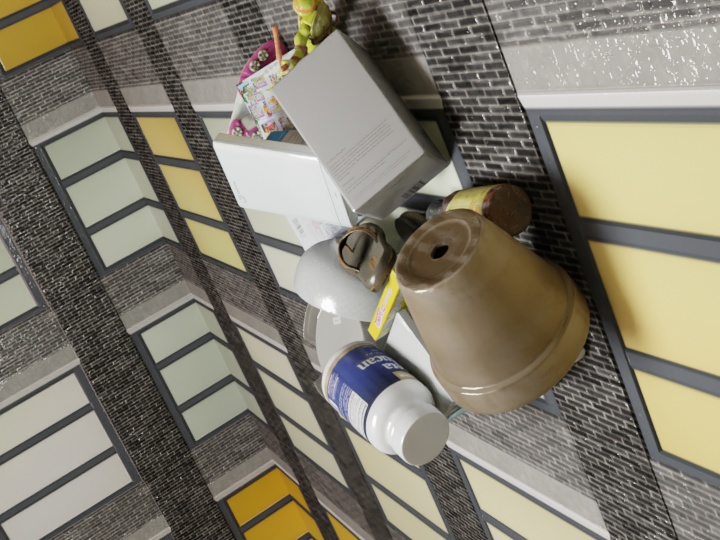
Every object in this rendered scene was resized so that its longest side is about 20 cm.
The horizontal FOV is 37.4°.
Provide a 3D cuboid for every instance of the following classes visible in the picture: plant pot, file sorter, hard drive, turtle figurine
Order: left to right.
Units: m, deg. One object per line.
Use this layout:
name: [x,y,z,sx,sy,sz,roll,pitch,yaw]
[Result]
hard drive: [-0.107,-0.130,1.526,0.198,0.027,0.133,12,142,28]
turtle figurine: [-0.059,-0.331,1.401,0.161,0.063,0.203,63,-143,-74]
file sorter: [0.127,0.121,1.539,0.139,0.124,0.201,54,161,16]
plant pot: [0.132,0.031,1.197,0.174,0.200,0.199,47,171,-33]

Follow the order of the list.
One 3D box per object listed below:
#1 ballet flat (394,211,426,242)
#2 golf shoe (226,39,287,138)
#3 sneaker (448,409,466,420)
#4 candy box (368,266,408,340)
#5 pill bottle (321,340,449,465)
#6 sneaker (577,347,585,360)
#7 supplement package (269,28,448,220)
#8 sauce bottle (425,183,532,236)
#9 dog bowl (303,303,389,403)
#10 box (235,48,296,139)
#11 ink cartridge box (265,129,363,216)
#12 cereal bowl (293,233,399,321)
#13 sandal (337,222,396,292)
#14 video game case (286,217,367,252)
ballet flat: [0.125,-0.025,1.470,0.200,0.046,0.068,40,150,36]
golf shoe: [-0.172,-0.273,1.705,0.074,0.202,0.092,20,-173,-17]
sneaker: [0.091,0.157,1.683,0.201,0.130,0.080,57,163,11]
candy box: [0.070,0.026,1.453,0.026,0.102,0.201,50,156,15]
pill bottle: [0.037,0.190,1.511,0.200,0.110,0.112,36,150,50]
sneaker: [0.212,0.121,1.365,0.079,0.089,0.200,55,162,15]
supplement package: [0.000,-0.184,1.366,0.201,0.121,0.120,56,-165,13]
sauce bottle: [0.140,-0.070,1.316,0.067,0.066,0.200,63,163,-9]
dog bowl: [-0.018,0.114,1.709,0.199,0.058,0.204,6,98,55]
box: [-0.089,-0.252,1.580,0.199,0.039,0.138,-17,102,48]
ink cartridge box: [-0.047,-0.142,1.550,0.198,0.068,0.117,2,135,37]
cereal bowl: [0.000,0.000,1.610,0.200,0.198,0.084,38,123,49]
sandal: [-0.003,-0.023,1.449,0.054,0.083,0.200,24,-169,-17]
video game case: [-0.069,-0.147,1.683,0.181,0.045,0.202,-35,83,48]
